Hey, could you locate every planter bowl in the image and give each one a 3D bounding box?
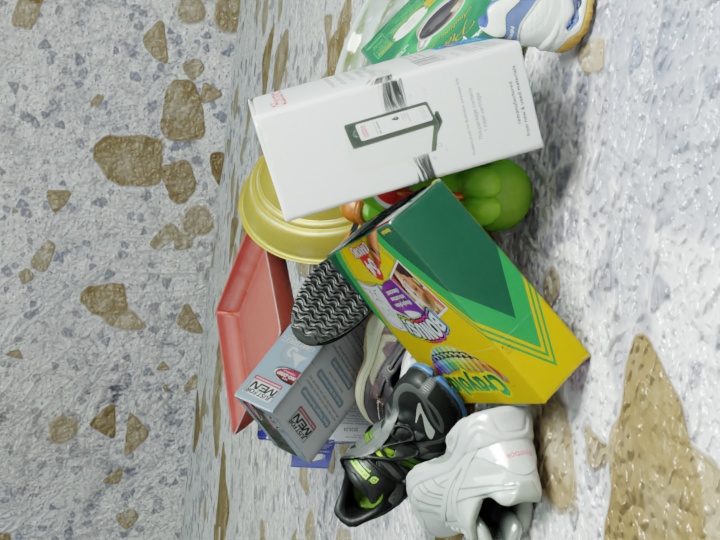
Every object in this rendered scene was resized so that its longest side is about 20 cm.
[{"bbox_3d":[-0.039,-0.108,1.190,0.084,0.200,0.201,85,177,-50],"label":"planter bowl"}]

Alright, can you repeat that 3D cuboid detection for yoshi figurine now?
[{"bbox_3d":[0.073,-0.066,0.952,0.200,0.112,0.113,16,142,58],"label":"yoshi figurine"}]

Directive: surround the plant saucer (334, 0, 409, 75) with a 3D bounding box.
[{"bbox_3d":[0.028,-0.254,1.270,0.200,0.050,0.200,-53,25,38],"label":"plant saucer"}]

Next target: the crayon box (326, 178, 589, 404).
[{"bbox_3d":[0.068,0.026,0.875,0.173,0.058,0.200,50,165,-4],"label":"crayon box"}]

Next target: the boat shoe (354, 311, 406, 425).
[{"bbox_3d":[0.041,0.106,1.122,0.065,0.072,0.200,42,145,33],"label":"boat shoe"}]

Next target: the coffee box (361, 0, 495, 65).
[{"bbox_3d":[0.073,-0.212,1.034,0.123,0.044,0.200,-45,26,9],"label":"coffee box"}]

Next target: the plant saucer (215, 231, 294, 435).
[{"bbox_3d":[-0.123,0.061,1.310,0.200,0.037,0.200,117,151,-41],"label":"plant saucer"}]

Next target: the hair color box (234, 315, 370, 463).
[{"bbox_3d":[-0.033,0.090,1.153,0.061,0.200,0.099,18,150,39],"label":"hair color box"}]

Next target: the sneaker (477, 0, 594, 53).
[{"bbox_3d":[0.133,-0.271,0.850,0.075,0.088,0.201,134,139,-70],"label":"sneaker"}]

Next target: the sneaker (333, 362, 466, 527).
[{"bbox_3d":[0.031,0.162,0.966,0.071,0.083,0.200,39,130,16],"label":"sneaker"}]

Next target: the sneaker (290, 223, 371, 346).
[{"bbox_3d":[0.000,0.000,1.098,0.200,0.070,0.090,-56,-7,-17],"label":"sneaker"}]

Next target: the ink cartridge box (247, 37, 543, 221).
[{"bbox_3d":[0.021,-0.115,0.848,0.146,0.199,0.085,-114,8,-75],"label":"ink cartridge box"}]

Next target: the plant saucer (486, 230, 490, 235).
[{"bbox_3d":[0.088,-0.057,1.072,0.200,0.032,0.201,-175,90,-75],"label":"plant saucer"}]

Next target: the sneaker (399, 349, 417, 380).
[{"bbox_3d":[0.060,0.114,1.041,0.082,0.074,0.201,-115,32,-60],"label":"sneaker"}]

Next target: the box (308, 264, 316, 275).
[{"bbox_3d":[-0.007,0.047,1.253,0.035,0.110,0.201,-166,80,-75],"label":"box"}]

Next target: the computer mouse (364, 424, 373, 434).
[{"bbox_3d":[0.037,0.202,1.190,0.200,0.034,0.059,176,99,-75],"label":"computer mouse"}]

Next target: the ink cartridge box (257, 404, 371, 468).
[{"bbox_3d":[-0.055,0.143,1.355,0.076,0.136,0.201,152,122,-74],"label":"ink cartridge box"}]

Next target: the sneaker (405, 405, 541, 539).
[{"bbox_3d":[0.092,0.194,0.902,0.200,0.078,0.100,110,151,-55],"label":"sneaker"}]
